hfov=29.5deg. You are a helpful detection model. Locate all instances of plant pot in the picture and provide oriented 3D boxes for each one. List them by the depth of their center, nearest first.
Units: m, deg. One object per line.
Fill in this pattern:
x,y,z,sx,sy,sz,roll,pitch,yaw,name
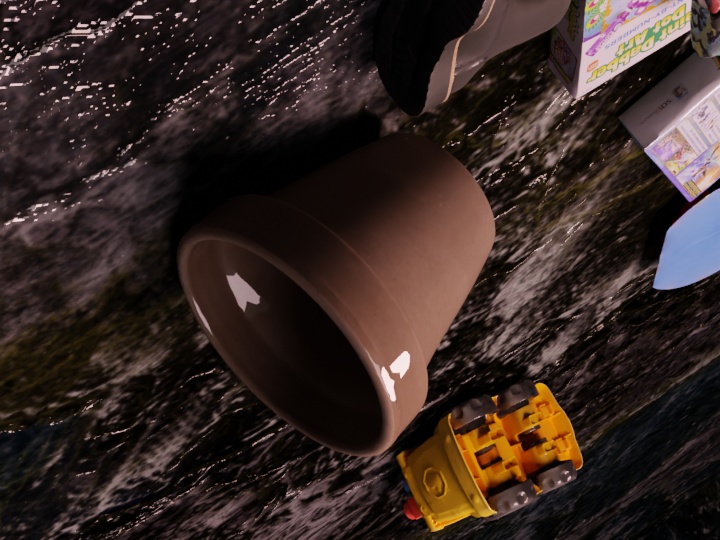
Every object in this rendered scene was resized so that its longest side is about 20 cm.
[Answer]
0.000,0.000,0.950,0.175,0.200,0.201,-43,163,-28,plant pot

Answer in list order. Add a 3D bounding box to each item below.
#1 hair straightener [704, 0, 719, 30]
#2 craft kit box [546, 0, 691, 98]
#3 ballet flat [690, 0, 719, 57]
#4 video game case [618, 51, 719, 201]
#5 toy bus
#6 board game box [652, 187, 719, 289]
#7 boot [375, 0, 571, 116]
0.228,-0.221,0.846,0.077,0.041,0.200,-32,115,8,hair straightener
0.224,-0.233,0.960,0.199,0.049,0.198,-32,159,-7,craft kit box
0.265,-0.229,0.908,0.074,0.074,0.200,-10,145,-44,ballet flat
0.339,-0.158,1.251,0.181,0.046,0.200,-42,156,12,video game case
0.140,0.236,1.646,0.199,0.136,0.192,-14,163,-44,toy bus
0.390,-0.057,1.525,0.157,0.039,0.201,-25,150,-11,board game box
0.089,-0.189,0.837,0.138,0.078,0.200,-30,170,-21,boot
